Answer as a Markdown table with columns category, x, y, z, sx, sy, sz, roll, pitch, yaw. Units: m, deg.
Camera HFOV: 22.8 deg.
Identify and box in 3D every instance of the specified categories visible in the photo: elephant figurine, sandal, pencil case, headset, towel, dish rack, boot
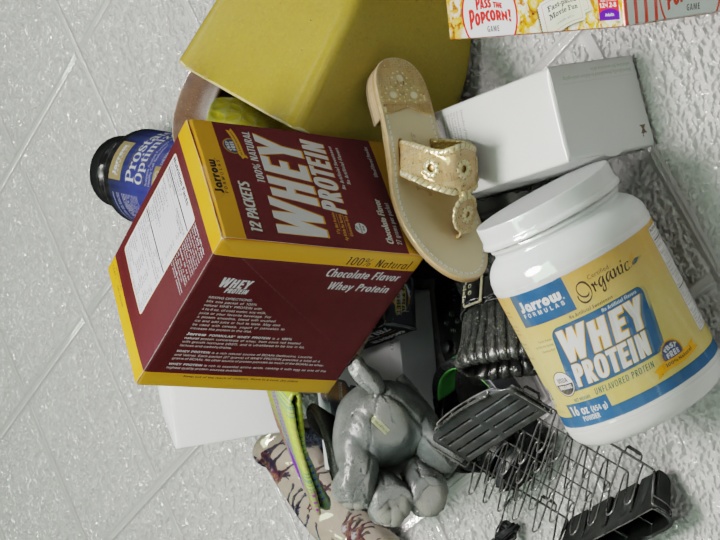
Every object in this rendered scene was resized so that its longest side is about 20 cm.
| category | x | y | z | sx | sy | sz | roll | pitch | yaw |
| --- | --- | --- | --- | --- | --- | --- | --- | --- | --- |
| elephant figurine | 0.011 | 0.168 | 1.713 | 0.200 | 0.141 | 0.156 | -166 | 97 | -78 |
| sandal | 0.064 | -0.098 | 1.515 | 0.070 | 0.077 | 0.213 | -49 | 56 | 54 |
| pencil case | -0.039 | 0.249 | 1.933 | 0.200 | 0.078 | 0.090 | 51 | 128 | 30 |
| headset | 0.116 | 0.176 | 1.691 | 0.123 | 0.094 | 0.201 | 17 | 130 | 50 |
| towel | -0.071 | 0.134 | 1.736 | 0.200 | 0.023 | 0.144 | -123 | 17 | -65 |
| dish rack | 0.163 | 0.180 | 1.577 | 0.199 | 0.055 | 0.153 | 32 | 141 | -14 |
| boot | 0.101 | 0.023 | 1.622 | 0.211 | 0.079 | 0.159 | -16 | 71 | 53 |

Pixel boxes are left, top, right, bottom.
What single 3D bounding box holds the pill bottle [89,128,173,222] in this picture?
| category | x | y | z | sx | sy | sz | roll | pitch | yaw |
| --- | --- | --- | --- | --- | --- | --- | --- | --- | --- |
| pill bottle | -0.225 | -0.103 | 2.043 | 0.199 | 0.111 | 0.113 | 13 | 110 | 50 |

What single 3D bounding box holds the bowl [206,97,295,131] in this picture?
| category | x | y | z | sx | sy | sz | roll | pitch | yaw |
| --- | --- | --- | --- | --- | --- | --- | --- | --- | --- |
| bowl | -0.080 | -0.073 | 1.742 | 0.200 | 0.107 | 0.202 | -4 | -90 | -83 |

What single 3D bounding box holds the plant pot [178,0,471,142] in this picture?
| category | x | y | z | sx | sy | sz | roll | pitch | yaw |
| --- | --- | --- | --- | --- | --- | --- | --- | --- | --- |
| plant pot | -0.010 | -0.223 | 1.661 | 0.194 | 0.195 | 0.201 | 32 | 98 | 44 |

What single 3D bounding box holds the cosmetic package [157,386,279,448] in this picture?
| category | x | y | z | sx | sy | sz | roll | pitch | yaw |
| --- | --- | --- | --- | --- | --- | --- | --- | --- | --- |
| cosmetic package | -0.167 | 0.073 | 1.952 | 0.199 | 0.122 | 0.201 | -154 | 55 | -79 |

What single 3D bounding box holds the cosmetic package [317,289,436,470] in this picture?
| category | x | y | z | sx | sy | sz | roll | pitch | yaw |
| --- | --- | --- | --- | --- | --- | --- | --- | --- | --- |
| cosmetic package | 0.016 | 0.116 | 1.844 | 0.150 | 0.051 | 0.201 | 5 | 103 | 50 |

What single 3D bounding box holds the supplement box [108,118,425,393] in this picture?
| category | x | y | z | sx | sy | sz | roll | pitch | yaw |
| --- | --- | --- | --- | --- | --- | --- | --- | --- | --- |
| supplement box | -0.086 | -0.008 | 1.562 | 0.200 | 0.196 | 0.133 | -56 | 41 | 40 |

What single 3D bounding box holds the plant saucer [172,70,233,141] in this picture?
| category | x | y | z | sx | sy | sz | roll | pitch | yaw |
| --- | --- | --- | --- | --- | --- | --- | --- | --- | --- |
| plant saucer | -0.118 | -0.198 | 1.818 | 0.032 | 0.200 | 0.201 | 33 | 129 | 16 |

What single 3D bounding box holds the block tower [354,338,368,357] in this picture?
| category | x | y | z | sx | sy | sz | roll | pitch | yaw |
| --- | --- | --- | --- | --- | --- | --- | --- | --- | --- |
| block tower | 0.000 | 0.000 | 1.661 | 0.054 | 0.057 | 0.201 | 60 | 138 | 41 |

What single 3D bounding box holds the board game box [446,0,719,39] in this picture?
| category | x | y | z | sx | sy | sz | roll | pitch | yaw |
| --- | --- | --- | --- | --- | --- | --- | --- | --- | --- |
| board game box | 0.189 | -0.218 | 1.429 | 0.199 | 0.151 | 0.047 | 4 | 104 | 51 |

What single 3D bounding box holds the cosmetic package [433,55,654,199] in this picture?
| category | x | y | z | sx | sy | sz | roll | pitch | yaw |
| --- | --- | --- | --- | --- | --- | --- | --- | --- | --- |
| cosmetic package | 0.144 | -0.118 | 1.556 | 0.200 | 0.107 | 0.085 | -18 | 85 | 52 |

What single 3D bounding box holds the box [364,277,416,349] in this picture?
| category | x | y | z | sx | sy | sz | roll | pitch | yaw |
| --- | --- | --- | --- | --- | --- | --- | --- | --- | --- |
| box | -0.025 | -0.016 | 1.802 | 0.198 | 0.049 | 0.201 | -22 | 66 | 47 |

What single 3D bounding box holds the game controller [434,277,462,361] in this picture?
| category | x | y | z | sx | sy | sz | roll | pitch | yaw |
| --- | --- | --- | --- | --- | --- | --- | --- | --- | --- |
| game controller | 0.137 | 0.033 | 1.665 | 0.200 | 0.042 | 0.105 | -14 | 89 | 53 |

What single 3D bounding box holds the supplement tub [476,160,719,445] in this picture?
| category | x | y | z | sx | sy | sz | roll | pitch | yaw |
| --- | --- | --- | --- | --- | --- | --- | --- | --- | --- |
| supplement tub | 0.194 | 0.026 | 1.467 | 0.144 | 0.144 | 0.201 | -21 | 99 | 53 |
